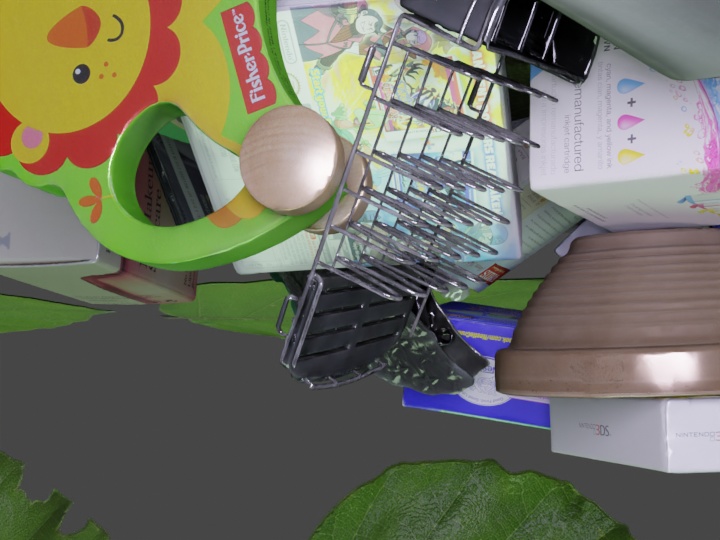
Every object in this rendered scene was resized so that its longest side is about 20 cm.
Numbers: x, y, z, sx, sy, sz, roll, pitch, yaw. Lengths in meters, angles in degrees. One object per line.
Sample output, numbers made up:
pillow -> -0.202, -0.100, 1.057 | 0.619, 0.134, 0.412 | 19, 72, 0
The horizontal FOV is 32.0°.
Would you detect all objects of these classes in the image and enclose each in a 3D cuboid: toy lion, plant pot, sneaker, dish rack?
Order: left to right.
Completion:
toy lion -> -0.110, -0.092, 0.601 | 0.189, 0.203, 0.069 | -20, 167, 13
sneaker -> -0.001, 0.001, 0.854 | 0.103, 0.202, 0.060 | -23, -174, 29
dish rack -> 0.034, -0.035, 0.573 | 0.054, 0.202, 0.153 | 26, -167, 23
plant pot -> 0.177, 0.025, 0.753 | 0.198, 0.094, 0.201 | -3, 177, 0

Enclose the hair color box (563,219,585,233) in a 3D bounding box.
hair color box -> 0.160, -0.069, 1.047 | 0.198, 0.062, 0.101 | -6, 168, 43

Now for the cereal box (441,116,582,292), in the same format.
cereal box -> 0.130, -0.065, 0.850 | 0.199, 0.040, 0.144 | -36, 160, 12

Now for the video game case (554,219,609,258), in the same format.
video game case -> 0.247, 0.040, 1.016 | 0.045, 0.181, 0.200 | -46, 166, 9

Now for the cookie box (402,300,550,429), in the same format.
cookie box -> 0.134, 0.074, 0.997 | 0.169, 0.076, 0.200 | 8, -177, 14

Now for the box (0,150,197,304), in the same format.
box -> -0.219, -0.049, 1.049 | 0.107, 0.130, 0.200 | -1, 170, 14

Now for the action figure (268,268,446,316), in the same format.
action figure -> 0.030, -0.011, 0.973 | 0.199, 0.119, 0.055 | -25, 179, -36

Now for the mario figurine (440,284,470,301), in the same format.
mario figurine -> 0.039, -0.024, 1.213 | 0.122, 0.108, 0.199 | -3, 171, 39

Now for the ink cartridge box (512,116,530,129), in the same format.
ink cartridge box -> 0.032, -0.071, 0.933 | 0.198, 0.044, 0.195 | -18, -174, -37

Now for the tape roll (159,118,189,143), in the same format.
tape roll -> -0.055, -0.122, 0.827 | 0.197, 0.049, 0.201 | 1, 170, 0

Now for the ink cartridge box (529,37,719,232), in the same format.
ink cartridge box -> 0.203, -0.100, 0.656 | 0.198, 0.131, 0.125 | -5, 168, 33

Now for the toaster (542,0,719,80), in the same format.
toaster -> 0.143, -0.146, 0.451 | 0.128, 0.115, 0.199 | 12, 168, -36

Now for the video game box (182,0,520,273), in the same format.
video game box -> -0.005, -0.083, 0.711 | 0.179, 0.047, 0.201 | -1, 138, 12

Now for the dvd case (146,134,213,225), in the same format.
dvd case -> -0.069, -0.054, 1.011 | 0.198, 0.150, 0.016 | 8, 128, -34

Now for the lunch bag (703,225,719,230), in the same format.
lunch bag -> 0.299, -0.018, 0.901 | 0.122, 0.203, 0.170 | -2, 171, 19

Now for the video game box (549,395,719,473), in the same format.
video game box -> 0.232, 0.096, 0.777 | 0.179, 0.048, 0.200 | 2, 175, -9
